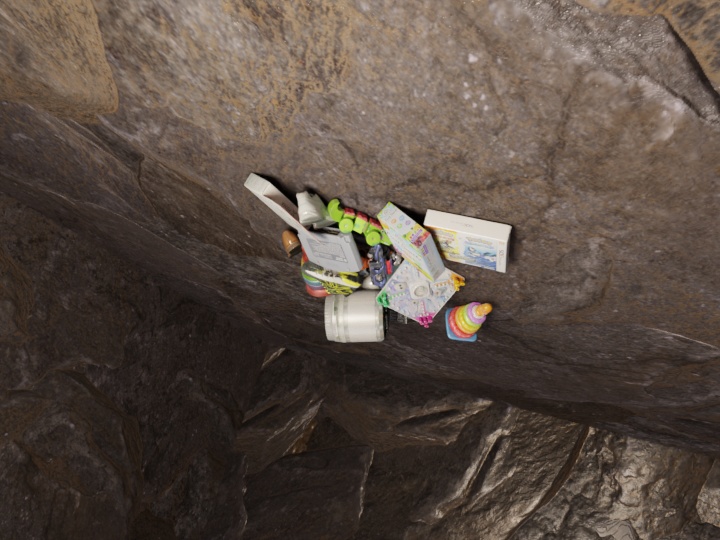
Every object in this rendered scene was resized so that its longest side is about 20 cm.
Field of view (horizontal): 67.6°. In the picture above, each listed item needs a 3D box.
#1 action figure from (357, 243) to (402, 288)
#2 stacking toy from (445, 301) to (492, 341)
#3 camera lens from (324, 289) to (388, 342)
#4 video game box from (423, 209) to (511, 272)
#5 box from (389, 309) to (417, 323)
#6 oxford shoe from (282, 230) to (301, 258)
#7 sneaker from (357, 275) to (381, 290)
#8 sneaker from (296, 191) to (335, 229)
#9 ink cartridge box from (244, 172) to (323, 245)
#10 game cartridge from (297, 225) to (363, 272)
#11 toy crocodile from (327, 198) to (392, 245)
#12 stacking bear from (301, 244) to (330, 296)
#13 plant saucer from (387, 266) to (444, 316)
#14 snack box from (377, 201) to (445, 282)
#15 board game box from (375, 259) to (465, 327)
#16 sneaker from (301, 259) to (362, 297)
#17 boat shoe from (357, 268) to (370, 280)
[{"bbox_3d":[0.030,-0.056,1.534,0.187,0.106,0.204,10,133,8],"label":"action figure"},{"bbox_3d":[0.361,0.145,1.724,0.112,0.113,0.200,7,154,-16],"label":"stacking toy"},{"bbox_3d":[-0.009,0.146,1.721,0.193,0.165,0.161,-2,160,5],"label":"camera lens"},{"bbox_3d":[0.257,-0.068,1.282,0.194,0.048,0.183,14,159,20],"label":"video game box"},{"bbox_3d":[0.139,0.155,1.949,0.196,0.046,0.158,1,-179,44],"label":"box"},{"bbox_3d":[-0.215,-0.089,1.713,0.072,0.070,0.200,57,171,5],"label":"oxford shoe"},{"bbox_3d":[0.019,0.074,1.819,0.076,0.087,0.200,54,171,10],"label":"sneaker"},{"bbox_3d":[-0.110,-0.156,1.386,0.069,0.083,0.200,-19,173,11],"label":"sneaker"},{"bbox_3d":[-0.189,-0.159,1.398,0.172,0.044,0.200,30,172,40],"label":"ink cartridge box"},{"bbox_3d":[-0.083,-0.060,1.500,0.196,0.041,0.136,13,134,38],"label":"game cartridge"},{"bbox_3d":[0.002,-0.120,1.382,0.196,0.063,0.068,24,-157,-16],"label":"toy crocodile"},{"bbox_3d":[-0.133,-0.027,1.665,0.122,0.112,0.204,46,155,41],"label":"stacking bear"},{"bbox_3d":[0.163,0.054,1.645,0.195,0.039,0.206,12,126,16],"label":"plant saucer"},{"bbox_3d":[0.128,-0.066,1.322,0.142,0.053,0.201,40,173,30],"label":"snack box"},{"bbox_3d":[0.174,0.061,1.562,0.196,0.026,0.202,25,119,-22],"label":"board game box"},{"bbox_3d":[-0.092,0.033,1.610,0.195,0.075,0.086,18,124,-23],"label":"sneaker"},{"bbox_3d":[0.000,0.000,1.701,0.088,0.073,0.201,15,160,19],"label":"boat shoe"}]
